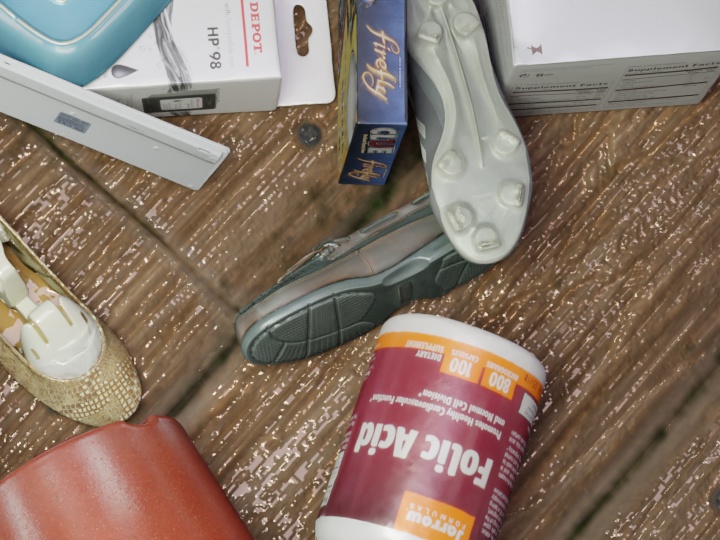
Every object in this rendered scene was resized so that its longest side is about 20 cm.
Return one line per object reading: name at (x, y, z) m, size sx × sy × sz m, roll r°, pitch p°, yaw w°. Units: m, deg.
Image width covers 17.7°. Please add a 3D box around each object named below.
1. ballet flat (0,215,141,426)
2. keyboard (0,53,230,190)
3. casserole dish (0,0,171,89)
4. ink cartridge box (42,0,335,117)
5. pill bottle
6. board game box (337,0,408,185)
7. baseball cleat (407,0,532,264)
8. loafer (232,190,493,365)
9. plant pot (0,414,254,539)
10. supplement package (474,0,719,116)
ballet flat at (-0.221, 0.022, 1.496) m, size 0.200 × 0.065 × 0.071 m, roll 43°, pitch 75°, yaw 6°
keyboard at (-0.185, -0.102, 1.509) m, size 0.200 × 0.056 × 0.011 m, roll 22°, pitch 60°, yaw -18°
casserole dish at (-0.177, -0.211, 1.508) m, size 0.121 × 0.039 × 0.200 m, roll 37°, pitch 73°, yaw 6°
ink cartridge box at (-0.117, -0.169, 1.555) m, size 0.200 × 0.067 × 0.116 m, roll -5°, pitch 75°, yaw -6°
pill bottle at (0.037, 0.139, 1.465) m, size 0.114 × 0.114 × 0.200 m, roll 19°, pitch 74°, yaw -1°
board game box at (0.007, -0.171, 1.534) m, size 0.035 × 0.136 × 0.200 m, roll 1°, pitch 76°, yaw -5°
baseball cleat at (0.069, -0.093, 1.533) m, size 0.070 × 0.106 × 0.200 m, roll -7°, pitch 76°, yaw -4°
loafer at (0.000, 0.000, 1.532) m, size 0.200 × 0.072 × 0.063 m, roll -23°, pitch 59°, yaw -18°
plant pot at (-0.133, 0.206, 1.401) m, size 0.201 × 0.201 × 0.195 m, roll -25°, pitch 72°, yaw -11°
supplement package at (0.158, -0.219, 1.574) m, size 0.155 × 0.111 × 0.200 m, roll -5°, pitch 76°, yaw -7°
